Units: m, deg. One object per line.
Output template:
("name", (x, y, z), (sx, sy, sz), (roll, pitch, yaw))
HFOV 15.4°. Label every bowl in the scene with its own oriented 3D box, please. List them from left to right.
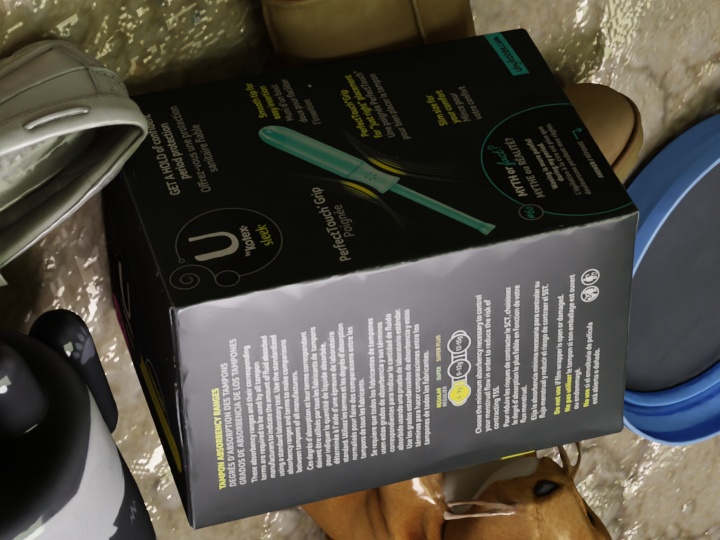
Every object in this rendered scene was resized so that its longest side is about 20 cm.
("bowl", (0.199, 0.001, 1.475), (0.200, 0.039, 0.202), (-24, 132, -29))

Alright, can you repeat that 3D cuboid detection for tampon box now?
("tampon box", (0.000, 0.000, 1.152), (0.199, 0.150, 0.127), (-11, 130, -12))

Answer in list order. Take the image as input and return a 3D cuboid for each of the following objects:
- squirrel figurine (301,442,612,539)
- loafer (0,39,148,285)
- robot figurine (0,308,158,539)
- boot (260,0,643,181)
("squirrel figurine", (0.055, 0.132, 1.317), (0.141, 0.186, 0.201), (-22, 131, -32))
("loafer", (-0.174, -0.017, 1.083), (0.200, 0.070, 0.070), (-42, 138, -13))
("robot figurine", (-0.154, 0.103, 1.092), (0.150, 0.125, 0.200), (-28, 142, -8))
("boot", (0.050, -0.095, 1.246), (0.175, 0.066, 0.201), (-36, 136, -19))
